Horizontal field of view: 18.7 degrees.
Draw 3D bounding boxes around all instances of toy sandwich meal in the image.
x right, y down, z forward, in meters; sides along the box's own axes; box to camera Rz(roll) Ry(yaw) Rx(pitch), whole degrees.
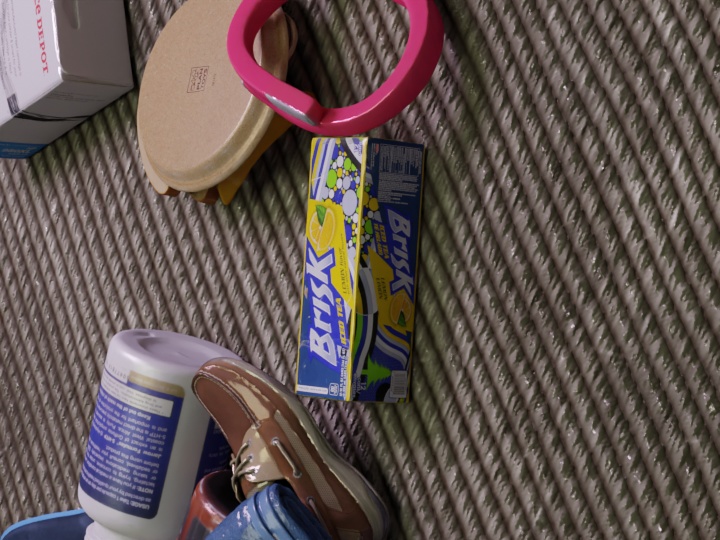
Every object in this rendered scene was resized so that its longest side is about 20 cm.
[{"bbox_3d":[-0.114,-0.145,1.831,0.204,0.070,0.207,-20,62,42],"label":"toy sandwich meal"}]

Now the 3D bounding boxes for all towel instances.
[{"bbox_3d":[-0.096,0.257,1.657,0.112,0.049,0.200,47,117,4],"label":"towel"}]

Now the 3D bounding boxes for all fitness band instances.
[{"bbox_3d":[-0.020,-0.180,1.695,0.144,0.037,0.200,-49,46,-7],"label":"fitness band"}]

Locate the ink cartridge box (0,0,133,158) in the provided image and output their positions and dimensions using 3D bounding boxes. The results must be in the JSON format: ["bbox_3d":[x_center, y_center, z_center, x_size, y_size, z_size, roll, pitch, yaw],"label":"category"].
[{"bbox_3d":[-0.304,-0.205,2.043,0.199,0.084,0.146,-25,69,47],"label":"ink cartridge box"}]

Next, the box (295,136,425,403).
[{"bbox_3d":[0.000,0.000,1.679,0.070,0.064,0.202,3,89,50],"label":"box"}]

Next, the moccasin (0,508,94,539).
[{"bbox_3d":[-0.266,0.256,1.957,0.199,0.080,0.069,-24,57,48],"label":"moccasin"}]

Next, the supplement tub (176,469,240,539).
[{"bbox_3d":[-0.111,0.268,1.755,0.107,0.106,0.201,41,118,44],"label":"supplement tub"}]

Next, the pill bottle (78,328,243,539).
[{"bbox_3d":[-0.171,0.161,1.826,0.119,0.119,0.202,26,106,48],"label":"pill bottle"}]

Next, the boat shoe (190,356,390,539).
[{"bbox_3d":[-0.065,0.148,1.683,0.200,0.072,0.076,44,146,18],"label":"boat shoe"}]
